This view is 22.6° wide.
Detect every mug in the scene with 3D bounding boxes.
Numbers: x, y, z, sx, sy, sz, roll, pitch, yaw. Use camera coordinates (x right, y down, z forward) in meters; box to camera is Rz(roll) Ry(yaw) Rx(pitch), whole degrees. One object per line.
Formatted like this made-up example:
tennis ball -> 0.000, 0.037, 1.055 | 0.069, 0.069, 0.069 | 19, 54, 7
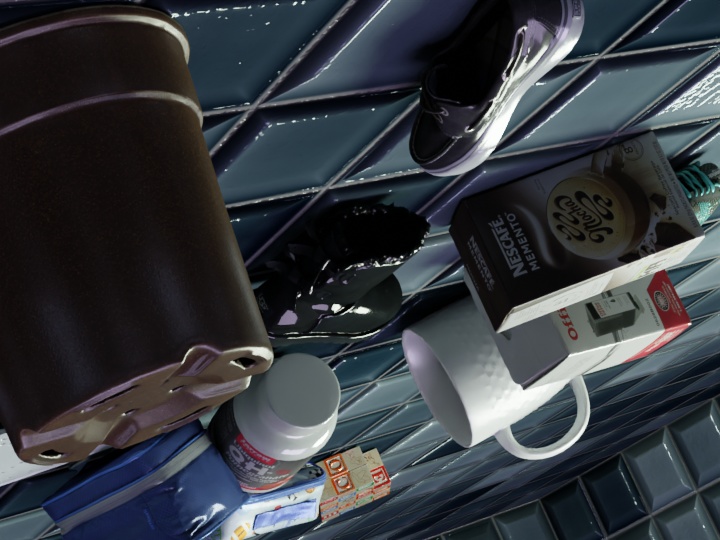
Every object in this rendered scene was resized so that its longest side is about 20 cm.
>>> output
mug -> 0.169, 0.111, 1.965 | 0.175, 0.200, 0.148 | -28, 172, -14

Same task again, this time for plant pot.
plant pot -> -0.153, -0.010, 1.001 | 0.200, 0.198, 0.200 | -22, 167, -6

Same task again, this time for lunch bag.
lunch bag -> -0.236, 0.236, 1.895 | 0.200, 0.132, 0.136 | -28, -176, 33
lunch bag -> -0.137, 0.244, 2.044 | 0.200, 0.160, 0.076 | -8, 114, -54

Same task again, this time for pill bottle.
pill bottle -> -0.088, 0.156, 1.889 | 0.111, 0.111, 0.200 | -17, 164, -25

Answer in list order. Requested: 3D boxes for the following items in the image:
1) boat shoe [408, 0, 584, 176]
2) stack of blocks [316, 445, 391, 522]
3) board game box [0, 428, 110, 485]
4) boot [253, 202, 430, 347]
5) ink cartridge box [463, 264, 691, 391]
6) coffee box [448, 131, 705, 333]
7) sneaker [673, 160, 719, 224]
boat shoe -> 0.074, -0.128, 1.215 | 0.066, 0.070, 0.200 | -5, 157, -32
stack of blocks -> -0.018, 0.315, 2.684 | 0.115, 0.059, 0.200 | -23, 166, -6
board game box -> -0.293, 0.153, 1.719 | 0.200, 0.026, 0.200 | -18, 165, -21
boot -> 0.000, -0.001, 1.554 | 0.198, 0.073, 0.162 | -9, 156, -44
ink cartridge box -> 0.224, 0.026, 1.847 | 0.200, 0.147, 0.083 | -12, 161, -42
coffee box -> 0.196, -0.035, 1.652 | 0.200, 0.113, 0.080 | -21, 166, -14
sneaker -> 0.323, -0.080, 1.819 | 0.091, 0.078, 0.200 | -42, 167, 6
